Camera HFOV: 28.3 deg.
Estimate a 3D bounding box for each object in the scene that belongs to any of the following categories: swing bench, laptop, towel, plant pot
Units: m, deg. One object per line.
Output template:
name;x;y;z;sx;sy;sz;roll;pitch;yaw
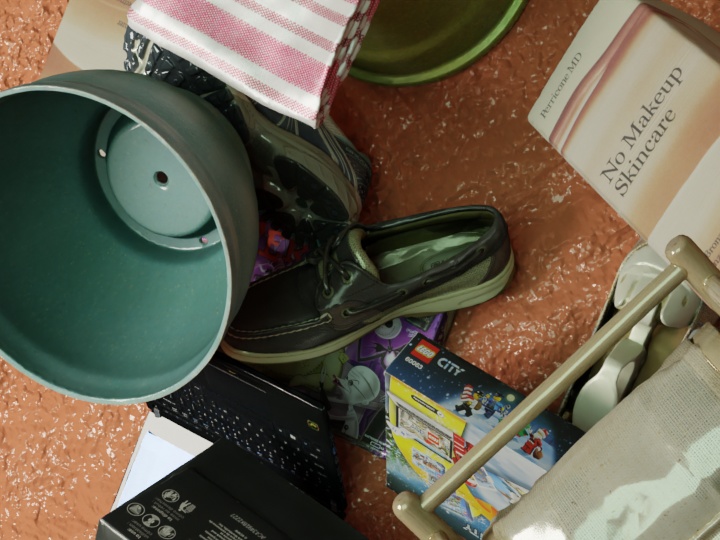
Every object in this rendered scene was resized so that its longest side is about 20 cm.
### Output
swing bench;0.161;0.133;0.689;0.199;0.200;0.130;-43;30;8
laptop;-0.108;0.146;0.968;0.176;0.201;0.104;23;58;23
towel;-0.042;-0.199;0.797;0.146;0.030;0.201;29;99;24
plant pot;-0.143;-0.038;0.881;0.198;0.134;0.202;9;118;18
plant pot;-0.004;-0.230;0.898;0.199;0.184;0.203;-1;87;25

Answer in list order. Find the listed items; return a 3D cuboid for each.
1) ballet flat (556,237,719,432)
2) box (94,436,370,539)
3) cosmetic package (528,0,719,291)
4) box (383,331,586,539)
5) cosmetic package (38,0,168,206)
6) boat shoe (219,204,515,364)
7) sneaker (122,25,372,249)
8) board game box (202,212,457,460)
ballet flat;0.170;0.044;0.867;0.068;0.067;0.202;25;97;24
box;-0.090;0.242;0.910;0.148;0.124;0.201;32;125;22
cosmetic package;0.193;-0.065;0.795;0.104;0.087;0.200;-60;38;20
box;0.104;0.135;0.861;0.199;0.137;0.038;31;59;23
cosmetic package;-0.178;-0.096;1.016;0.103;0.087;0.202;27;99;35
boat shoe;0.001;0.001;0.909;0.199;0.066;0.072;-15;49;-3
sneaker;-0.073;-0.104;0.953;0.200;0.086;0.077;46;130;-9
board game box;-0.039;0.036;0.987;0.199;0.032;0.121;23;92;24
